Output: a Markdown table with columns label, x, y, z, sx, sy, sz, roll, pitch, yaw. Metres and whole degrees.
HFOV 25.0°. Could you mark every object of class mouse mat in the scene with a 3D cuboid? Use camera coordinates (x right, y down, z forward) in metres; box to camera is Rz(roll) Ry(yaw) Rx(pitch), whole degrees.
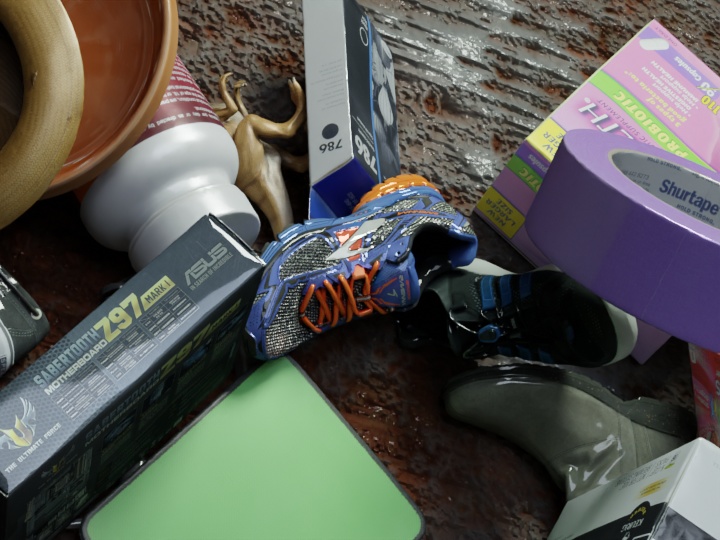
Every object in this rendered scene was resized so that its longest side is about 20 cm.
| label | x | y | z | sx | sy | sz | roll | pitch | yaw |
| --- | --- | --- | --- | --- | --- | --- | --- | --- | --- |
| mouse mat | -0.061 | 0.161 | 1.020 | 0.161 | 0.008 | 0.200 | 50 | 52 | -2 |

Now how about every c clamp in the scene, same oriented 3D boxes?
| label | x | y | z | sx | sy | sz | roll | pitch | yaw |
| --- | --- | --- | --- | --- | --- | --- | --- | --- | --- |
| c clamp | -0.125 | 0.078 | 1.042 | 0.170 | 0.027 | 0.201 | 9 | 58 | -20 |

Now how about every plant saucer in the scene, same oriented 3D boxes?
| label | x | y | z | sx | sy | sz | roll | pitch | yaw |
| --- | --- | --- | --- | --- | --- | --- | --- | --- | --- |
| plant saucer | -0.206 | -0.139 | 1.019 | 0.199 | 0.032 | 0.202 | -4 | 77 | 16 |

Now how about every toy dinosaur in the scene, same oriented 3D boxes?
| label | x | y | z | sx | sy | sz | roll | pitch | yaw |
| --- | --- | --- | --- | --- | --- | --- | --- | --- | --- |
| toy dinosaur | -0.073 | -0.075 | 1.153 | 0.106 | 0.060 | 0.200 | -32 | 70 | -12 |

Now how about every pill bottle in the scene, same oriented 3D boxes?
| label | x | y | z | sx | sy | sz | roll | pitch | yaw |
| --- | --- | --- | --- | --- | --- | --- | --- | --- | --- |
| pill bottle | -0.151 | -0.088 | 1.067 | 0.113 | 0.113 | 0.201 | -20 | 66 | -33 |

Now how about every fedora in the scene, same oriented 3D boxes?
| label | x | y | z | sx | sy | sz | roll | pitch | yaw |
| --- | --- | --- | --- | --- | --- | --- | --- | --- | --- |
| fedora | -0.246 | -0.100 | 0.959 | 0.199 | 0.082 | 0.202 | -2 | 77 | 10 |

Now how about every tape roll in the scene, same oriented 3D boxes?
| label | x | y | z | sx | sy | sz | roll | pitch | yaw |
| --- | --- | --- | --- | --- | --- | --- | --- | --- | --- |
| tape roll | 0.208 | -0.018 | 1.045 | 0.199 | 0.066 | 0.200 | 22 | 20 | -8 |

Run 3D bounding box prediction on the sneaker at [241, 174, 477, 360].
| label | x | y | z | sx | sy | sz | roll | pitch | yaw |
| --- | --- | --- | --- | --- | --- | --- | --- | --- | --- |
| sneaker | 0.000 | 0.000 | 1.080 | 0.078 | 0.076 | 0.200 | 29 | 50 | 37 |

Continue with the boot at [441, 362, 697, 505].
| label | x | y | z | sx | sy | sz | roll | pitch | yaw |
| --- | --- | --- | --- | --- | --- | --- | --- | --- | --- |
| boot | 0.148 | 0.144 | 1.110 | 0.199 | 0.068 | 0.131 | 15 | 61 | -15 |

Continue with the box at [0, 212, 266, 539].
| label | x | y | z | sx | sy | sz | roll | pitch | yaw |
| --- | --- | --- | --- | --- | --- | --- | --- | --- | --- |
| box | -0.147 | 0.075 | 0.929 | 0.051 | 0.158 | 0.200 | 41 | 62 | 9 |

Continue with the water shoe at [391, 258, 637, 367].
| label | x | y | z | sx | sy | sz | roll | pitch | yaw |
| --- | --- | --- | --- | --- | --- | --- | --- | --- | --- |
| water shoe | 0.099 | 0.039 | 1.085 | 0.079 | 0.199 | 0.072 | -29 | 109 | -30 |

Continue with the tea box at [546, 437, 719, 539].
| label | x | y | z | sx | sy | sz | roll | pitch | yaw |
| --- | --- | --- | --- | --- | --- | --- | --- | --- | --- |
| tea box | 0.168 | 0.232 | 0.956 | 0.133 | 0.200 | 0.197 | 35 | 66 | -2 |

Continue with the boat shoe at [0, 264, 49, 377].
| label | x | y | z | sx | sy | sz | roll | pitch | yaw |
| --- | --- | --- | --- | --- | --- | --- | --- | --- | --- |
| boat shoe | -0.271 | -0.021 | 1.013 | 0.057 | 0.069 | 0.200 | -33 | 85 | -40 |

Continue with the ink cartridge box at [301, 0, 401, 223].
| label | x | y | z | sx | sy | sz | roll | pitch | yaw |
| --- | --- | --- | --- | --- | --- | --- | --- | --- | --- |
| ink cartridge box | -0.005 | -0.100 | 1.167 | 0.039 | 0.099 | 0.201 | -13 | 59 | 19 |

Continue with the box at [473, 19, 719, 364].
| label | x | y | z | sx | sy | sz | roll | pitch | yaw |
| --- | --- | --- | --- | --- | --- | --- | --- | --- | --- |
| box | 0.220 | -0.064 | 1.244 | 0.176 | 0.097 | 0.200 | 43 | 53 | 7 |

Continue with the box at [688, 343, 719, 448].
| label | x | y | z | sx | sy | sz | roll | pitch | yaw |
| --- | --- | --- | --- | --- | --- | --- | --- | --- | --- |
| box | 0.292 | 0.102 | 1.052 | 0.094 | 0.200 | 0.103 | -10 | 102 | -6 |
